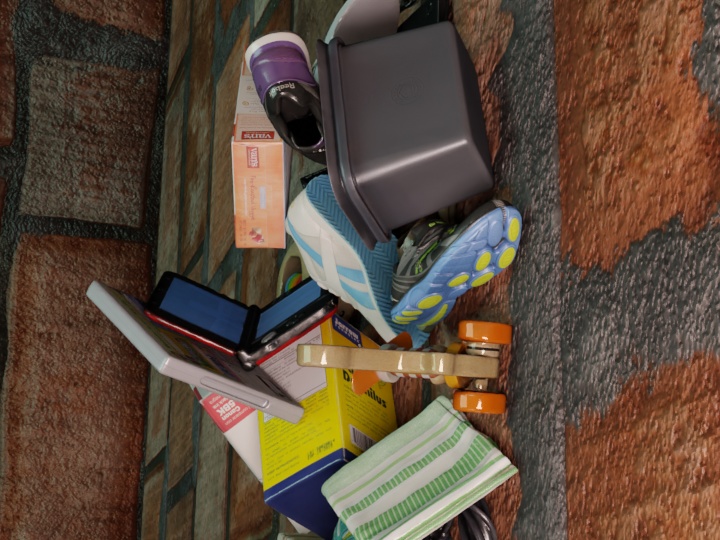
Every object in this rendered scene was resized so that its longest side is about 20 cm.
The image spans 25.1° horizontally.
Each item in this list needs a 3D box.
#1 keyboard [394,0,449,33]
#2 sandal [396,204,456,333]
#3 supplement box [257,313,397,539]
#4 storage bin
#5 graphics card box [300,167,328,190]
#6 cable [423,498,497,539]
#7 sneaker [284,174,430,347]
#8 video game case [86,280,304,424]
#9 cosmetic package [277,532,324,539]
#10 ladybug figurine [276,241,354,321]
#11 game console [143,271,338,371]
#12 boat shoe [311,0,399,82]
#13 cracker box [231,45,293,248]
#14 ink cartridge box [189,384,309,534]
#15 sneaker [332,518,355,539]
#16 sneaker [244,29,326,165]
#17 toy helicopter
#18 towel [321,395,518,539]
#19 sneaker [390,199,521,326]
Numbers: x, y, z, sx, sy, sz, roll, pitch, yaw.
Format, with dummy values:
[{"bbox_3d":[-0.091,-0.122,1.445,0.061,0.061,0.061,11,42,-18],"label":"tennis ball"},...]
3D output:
[{"bbox_3d":[0.035,-0.240,1.757,0.200,0.021,0.128,-37,41,46],"label":"keyboard"},{"bbox_3d":[0.063,-0.034,1.598,0.080,0.057,0.202,131,143,-65],"label":"sandal"},{"bbox_3d":[-0.034,0.163,1.712,0.109,0.109,0.201,-31,44,25],"label":"supplement box"},{"bbox_3d":[0.049,-0.133,1.532,0.146,0.134,0.201,56,-157,-50],"label":"storage bin"},{"bbox_3d":[-0.007,-0.041,1.786,0.200,0.051,0.126,-136,24,-72],"label":"graphics card box"},{"bbox_3d":[0.072,0.277,1.454,0.200,0.051,0.164,115,158,-48],"label":"cable"},{"bbox_3d":[0.000,0.000,1.651,0.200,0.076,0.081,55,141,8],"label":"sneaker"},{"bbox_3d":[-0.174,0.085,1.678,0.022,0.182,0.200,-60,38,5],"label":"video game case"},{"bbox_3d":[-0.023,0.331,1.698,0.200,0.103,0.088,169,108,-73],"label":"cosmetic package"},{"bbox_3d":[-0.054,0.026,1.983,0.200,0.072,0.137,-161,77,-74],"label":"ladybug figurine"},{"bbox_3d":[-0.122,0.022,1.745,0.119,0.172,0.200,55,-173,-11],"label":"game console"},{"bbox_3d":[-0.022,-0.229,1.764,0.201,0.071,0.070,-67,29,20],"label":"boat shoe"},{"bbox_3d":[-0.104,-0.135,1.734,0.200,0.057,0.134,-90,1,-53],"label":"cracker box"},{"bbox_3d":[-0.102,0.190,1.851,0.200,0.083,0.147,54,174,-11],"label":"ink cartridge box"},{"bbox_3d":[0.014,0.243,1.473,0.200,0.077,0.080,171,113,-72],"label":"sneaker"},{"bbox_3d":[-0.054,-0.138,1.554,0.200,0.075,0.088,51,-160,-57],"label":"sneaker"},{"bbox_3d":[0.028,0.077,1.411,0.132,0.199,0.079,2,86,58],"label":"toy helicopter"},{"bbox_3d":[0.047,0.184,1.445,0.023,0.152,0.200,57,174,-17],"label":"towel"},{"bbox_3d":[0.077,-0.016,1.468,0.200,0.070,0.083,-44,51,55],"label":"sneaker"}]
